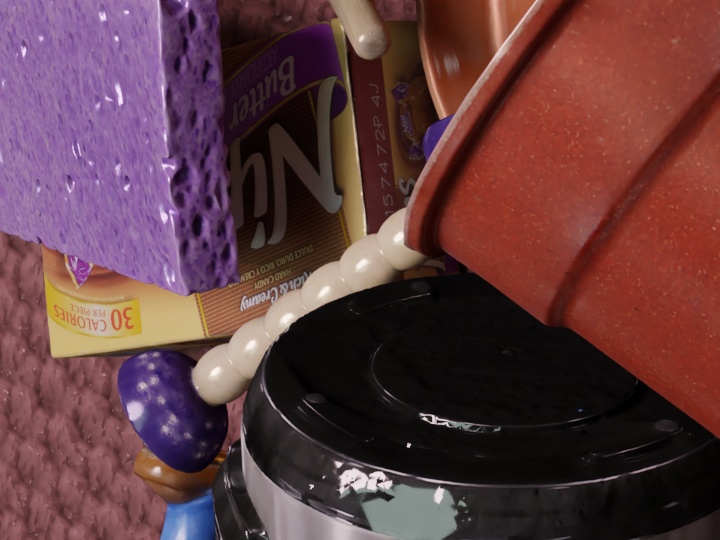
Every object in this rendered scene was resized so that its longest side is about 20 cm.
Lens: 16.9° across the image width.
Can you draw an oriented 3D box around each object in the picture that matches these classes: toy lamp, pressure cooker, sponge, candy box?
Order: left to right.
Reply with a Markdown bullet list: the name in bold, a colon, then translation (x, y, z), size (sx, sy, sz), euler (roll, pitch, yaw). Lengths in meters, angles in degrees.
- **sponge**: translation (-0.106, -0.060, 0.942), size (0.200, 0.030, 0.112), euler (16, 114, 58)
- **candy box**: translation (-0.052, -0.029, 0.997), size (0.200, 0.056, 0.117), euler (-8, 86, 46)
- **toy lamp**: translation (0.000, 0.000, 0.880), size (0.200, 0.058, 0.058), euler (-34, 67, 22)
- **pressure cooker**: translation (0.046, 0.121, 0.811), size (0.179, 0.176, 0.200), euler (22, 122, 40)

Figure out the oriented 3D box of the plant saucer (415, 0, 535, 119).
- **plant saucer**: translation (0.102, -0.104, 0.861), size (0.200, 0.032, 0.201), euler (2, 92, 45)

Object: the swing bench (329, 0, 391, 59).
- **swing bench**: translation (-0.080, -0.198, 0.894), size (0.130, 0.199, 0.200), euler (-62, 36, 8)

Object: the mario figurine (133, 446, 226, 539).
- **mario figurine**: translation (-0.087, 0.176, 0.999), size (0.123, 0.106, 0.200), euler (-148, 71, -77)

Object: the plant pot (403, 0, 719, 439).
- **plant pot**: translation (0.151, -0.018, 0.697), size (0.195, 0.201, 0.201), euler (42, 121, 11)
